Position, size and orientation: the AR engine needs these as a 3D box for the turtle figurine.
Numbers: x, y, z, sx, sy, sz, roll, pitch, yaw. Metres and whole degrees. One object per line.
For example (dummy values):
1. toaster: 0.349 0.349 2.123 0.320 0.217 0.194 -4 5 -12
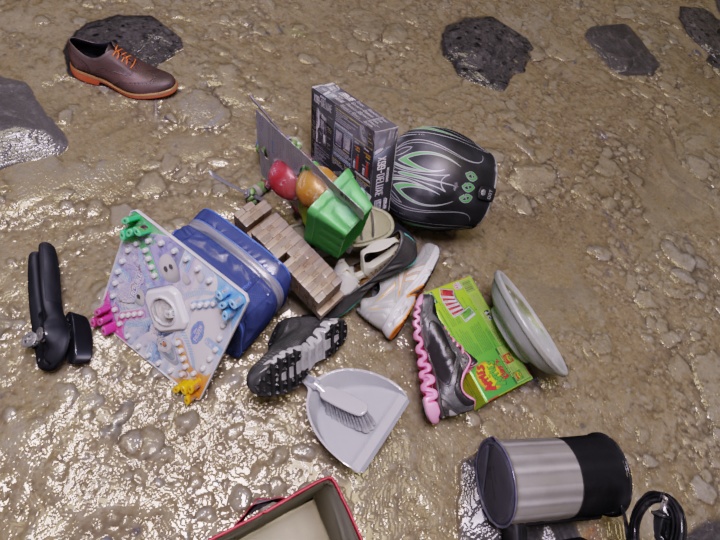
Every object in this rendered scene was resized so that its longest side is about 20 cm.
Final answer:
1. turtle figurine: -0.138 -0.154 0.888 0.194 0.200 0.144 43 93 6

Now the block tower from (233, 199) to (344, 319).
1. block tower: -0.108 -0.021 0.790 0.054 0.058 0.200 -40 78 -23

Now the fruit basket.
1. fruit basket: -0.073 -0.122 0.755 0.094 0.185 0.200 -40 82 -17

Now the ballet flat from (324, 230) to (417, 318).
1. ballet flat: 0.000 0.000 0.835 0.199 0.069 0.068 -36 42 -4

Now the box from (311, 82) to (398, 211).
1. box: -0.018 -0.213 0.906 0.049 0.159 0.200 -21 46 -28

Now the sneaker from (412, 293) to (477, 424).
1. sneaker: 0.133 0.131 0.812 0.094 0.079 0.203 -10 72 9

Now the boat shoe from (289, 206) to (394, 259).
1. boat shoe: -0.043 -0.060 0.873 0.197 0.068 0.076 -10 80 -4

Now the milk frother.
1. milk frother: 0.287 0.308 0.699 0.185 0.200 0.183 1 64 -14

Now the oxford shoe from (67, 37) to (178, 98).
1. oxford shoe: -0.444 -0.379 0.970 0.197 0.073 0.072 10 57 -10

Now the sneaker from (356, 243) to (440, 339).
1. sneaker: 0.066 0.015 0.885 0.091 0.076 0.201 30 56 8

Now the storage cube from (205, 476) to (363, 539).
1. storage cube: -0.082 0.361 0.575 0.169 0.180 0.202 -19 66 -24

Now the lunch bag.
1. lunch bag: -0.206 0.008 0.772 0.199 0.136 0.133 37 55 6

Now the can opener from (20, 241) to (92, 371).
1. can opener: -0.444 0.050 0.738 0.063 0.079 0.201 -35 66 11

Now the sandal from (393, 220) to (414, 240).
1. sandal: 0.017 -0.098 0.932 0.199 0.043 0.076 35 54 26

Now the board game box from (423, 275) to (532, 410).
1. board game box: 0.187 0.117 0.871 0.100 0.048 0.202 -18 66 -24

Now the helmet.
1. helmet: 0.127 -0.163 0.932 0.188 0.201 0.203 11 58 -11

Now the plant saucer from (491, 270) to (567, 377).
1. plant saucer: 0.267 0.095 0.864 0.200 0.050 0.201 47 20 -23

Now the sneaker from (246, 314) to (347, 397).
1. sneaker: -0.107 0.117 0.760 0.089 0.067 0.199 16 27 29

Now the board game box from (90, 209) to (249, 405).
1. board game box: -0.266 0.055 0.699 0.199 0.201 0.026 36 27 8

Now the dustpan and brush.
1. dustpan and brush: -0.046 0.183 0.758 0.198 0.058 0.140 18 50 32
